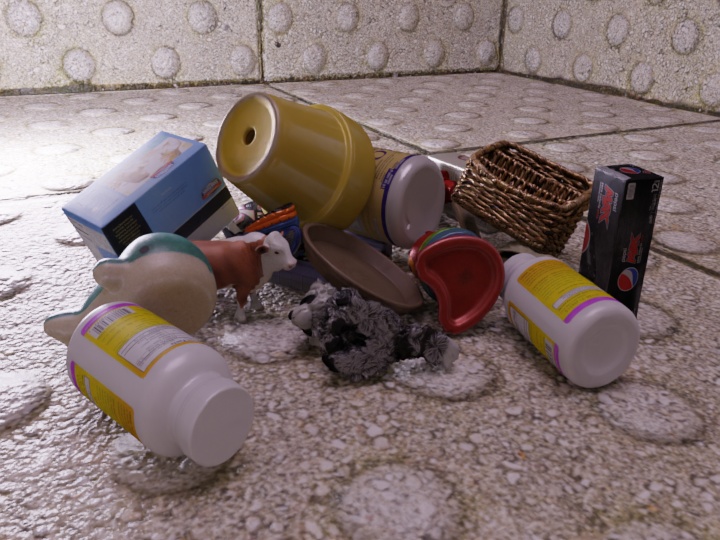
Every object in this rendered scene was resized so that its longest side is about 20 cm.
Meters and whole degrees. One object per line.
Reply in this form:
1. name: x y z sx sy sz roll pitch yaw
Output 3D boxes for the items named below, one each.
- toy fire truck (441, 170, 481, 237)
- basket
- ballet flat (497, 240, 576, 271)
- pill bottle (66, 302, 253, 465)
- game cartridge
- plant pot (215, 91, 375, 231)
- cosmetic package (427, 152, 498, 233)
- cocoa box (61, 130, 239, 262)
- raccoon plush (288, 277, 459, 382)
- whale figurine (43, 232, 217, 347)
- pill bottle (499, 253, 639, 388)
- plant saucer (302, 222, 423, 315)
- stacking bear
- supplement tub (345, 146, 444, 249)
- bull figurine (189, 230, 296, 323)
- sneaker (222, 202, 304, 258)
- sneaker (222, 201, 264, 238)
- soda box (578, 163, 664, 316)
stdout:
1. toy fire truck: 0.121 -0.120 1.219 0.172 0.133 0.198 -14 18 -32
2. basket: 0.264 -0.133 1.088 0.198 0.152 0.142 36 9 29
3. ballet flat: 0.248 0.005 0.985 0.067 0.072 0.200 -5 15 -15
4. pill bottle: -0.193 0.110 0.646 0.197 0.108 0.103 21 30 37
5. game cartridge: -0.044 -0.018 1.058 0.126 0.040 0.199 17 28 21
6. plant pot: -0.106 -0.166 0.990 0.197 0.206 0.187 21 0 38
7. cosmetic package: 0.217 -0.157 1.302 0.085 0.107 0.199 -11 28 -32
8. cocoa box: -0.305 -0.089 0.984 0.131 0.133 0.200 20 55 39
9. raccoon plush: 0.007 0.080 0.819 0.196 0.099 0.134 26 2 -19
10. whale figurine: -0.268 0.029 0.785 0.195 0.160 0.106 -24 53 1
11. pill bottle: 0.245 0.050 0.829 0.101 0.108 0.201 -5 25 -16
12. plant saucer: 0.000 0.000 0.926 0.197 0.030 0.201 31 17 -10
13. stacking bear: 0.122 -0.008 0.950 0.111 0.124 0.200 -28 13 -2
14. supplement tub: 0.025 -0.127 1.097 0.196 0.150 0.144 18 28 37
15. bull figurine: -0.179 0.005 0.882 0.193 0.125 0.066 2 23 0
16. sneaker: -0.161 -0.017 0.941 0.196 0.080 0.075 -27 5 25
17. sneaker: -0.173 -0.071 1.071 0.085 0.082 0.200 -35 35 -11
18. soda box: 0.347 -0.036 0.907 0.061 0.206 0.071 -6 23 -18
